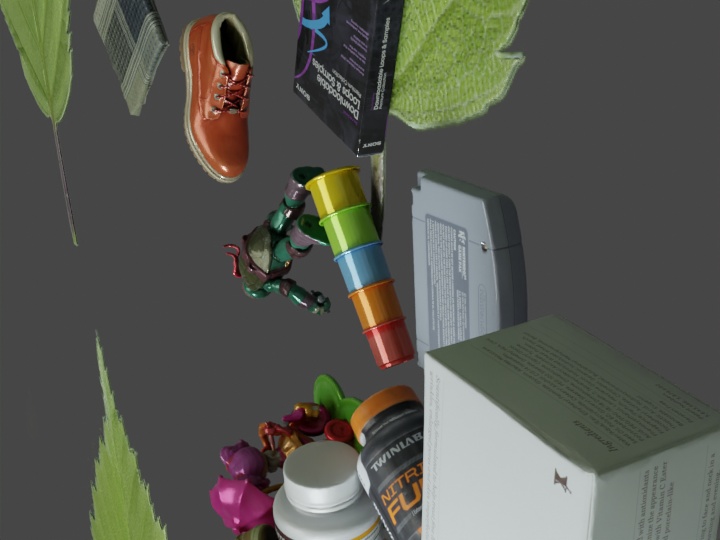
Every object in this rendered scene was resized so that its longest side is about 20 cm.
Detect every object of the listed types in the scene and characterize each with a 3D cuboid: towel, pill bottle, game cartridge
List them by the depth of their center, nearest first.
[{"bbox_3d":[0.094,0.021,0.984,0.133,0.040,0.202,33,130,59],"label":"game cartridge"},{"bbox_3d":[0.064,0.204,1.044,0.201,0.105,0.107,58,148,32],"label":"pill bottle"},{"bbox_3d":[-0.029,0.275,1.137,0.109,0.108,0.202,36,138,52],"label":"pill bottle"},{"bbox_3d":[-0.334,-0.356,1.655,0.194,0.034,0.200,66,149,14],"label":"towel"}]

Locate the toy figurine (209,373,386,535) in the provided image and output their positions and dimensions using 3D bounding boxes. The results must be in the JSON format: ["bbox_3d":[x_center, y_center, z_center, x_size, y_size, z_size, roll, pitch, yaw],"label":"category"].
[{"bbox_3d":[-0.082,0.216,1.244,0.201,0.183,0.151,56,146,36],"label":"toy figurine"}]

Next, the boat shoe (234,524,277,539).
[{"bbox_3d":[-0.113,0.320,1.183,0.201,0.062,0.074,88,176,-64],"label":"boat shoe"}]

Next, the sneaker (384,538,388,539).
[{"bbox_3d":[-0.028,0.338,1.286,0.200,0.089,0.076,168,99,-64],"label":"sneaker"}]

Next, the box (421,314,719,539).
[{"bbox_3d":[0.149,0.169,0.837,0.200,0.130,0.201,35,131,53],"label":"box"}]

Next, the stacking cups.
[{"bbox_3d":[0.000,0.000,1.125,0.060,0.060,0.202,-29,76,62],"label":"stacking cups"}]

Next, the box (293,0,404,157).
[{"bbox_3d":[-0.013,-0.230,1.078,0.143,0.036,0.201,49,143,43],"label":"box"}]

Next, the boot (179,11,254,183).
[{"bbox_3d":[-0.162,-0.206,1.339,0.107,0.074,0.202,-2,99,58],"label":"boot"}]

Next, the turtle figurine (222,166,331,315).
[{"bbox_3d":[-0.083,-0.016,1.244,0.151,0.100,0.200,65,147,23],"label":"turtle figurine"}]
